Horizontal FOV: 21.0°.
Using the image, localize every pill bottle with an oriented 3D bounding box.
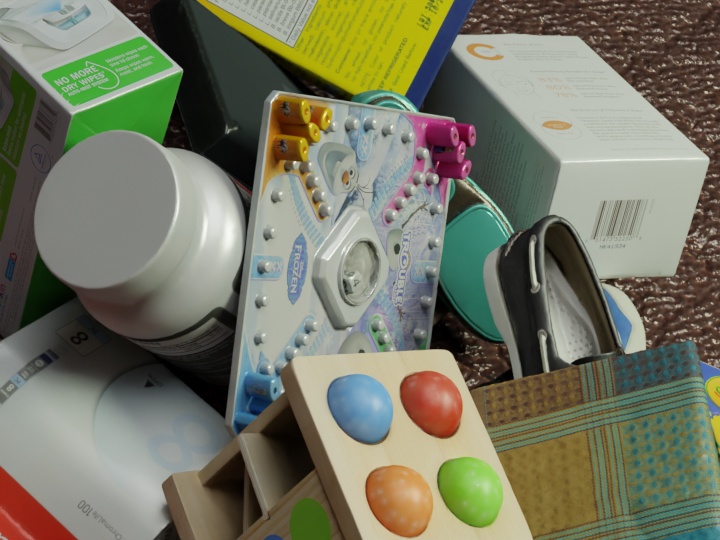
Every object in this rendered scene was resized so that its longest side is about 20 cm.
[{"bbox_3d":[-0.105,-0.005,1.167,0.116,0.116,0.200,51,6,28],"label":"pill bottle"}]

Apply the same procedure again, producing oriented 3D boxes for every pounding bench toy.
[{"bbox_3d":[0.010,0.162,1.064,0.123,0.156,0.201,-1,58,-43],"label":"pounding bench toy"}]

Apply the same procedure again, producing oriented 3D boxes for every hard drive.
[{"bbox_3d":[-0.052,-0.088,1.282,0.200,0.033,0.140,35,26,-46],"label":"hard drive"}]

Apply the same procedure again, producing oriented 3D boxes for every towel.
[{"bbox_3d":[0.136,0.138,1.102,0.145,0.022,0.201,-13,50,13],"label":"towel"}]

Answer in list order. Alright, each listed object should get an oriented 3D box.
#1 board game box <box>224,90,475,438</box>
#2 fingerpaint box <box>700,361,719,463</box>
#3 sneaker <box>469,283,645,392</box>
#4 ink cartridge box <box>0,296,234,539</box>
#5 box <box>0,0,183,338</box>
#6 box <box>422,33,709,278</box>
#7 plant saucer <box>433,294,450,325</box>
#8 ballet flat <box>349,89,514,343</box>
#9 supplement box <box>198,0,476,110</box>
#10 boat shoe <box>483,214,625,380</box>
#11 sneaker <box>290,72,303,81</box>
[{"bbox_3d":[0.000,0.000,1.186,0.026,0.202,0.199,9,4,35],"label":"board game box"},{"bbox_3d":[0.275,0.164,1.215,0.199,0.073,0.168,23,38,-30],"label":"fingerpaint box"},{"bbox_3d":[0.125,0.075,1.282,0.110,0.077,0.201,20,48,-17],"label":"sneaker"},{"bbox_3d":[-0.180,0.114,1.137,0.160,0.047,0.200,40,43,17],"label":"ink cartridge box"},{"bbox_3d":[-0.222,-0.088,1.212,0.176,0.201,0.096,42,45,22],"label":"box"},{"bbox_3d":[0.140,-0.085,1.399,0.123,0.098,0.200,-2,32,-24],"label":"box"},{"bbox_3d":[-0.023,-0.019,1.352,0.198,0.030,0.201,12,44,-12],"label":"plant saucer"},{"bbox_3d":[0.052,-0.042,1.311,0.201,0.067,0.070,55,-1,-19],"label":"ballet flat"},{"bbox_3d":[-0.030,-0.193,1.357,0.199,0.110,0.110,29,0,-5],"label":"supplement box"},{"bbox_3d":[0.137,0.062,1.200,0.073,0.060,0.202,2,62,-36],"label":"boat shoe"},{"bbox_3d":[-0.097,-0.213,1.482,0.201,0.148,0.077,2,4,42],"label":"sneaker"}]
